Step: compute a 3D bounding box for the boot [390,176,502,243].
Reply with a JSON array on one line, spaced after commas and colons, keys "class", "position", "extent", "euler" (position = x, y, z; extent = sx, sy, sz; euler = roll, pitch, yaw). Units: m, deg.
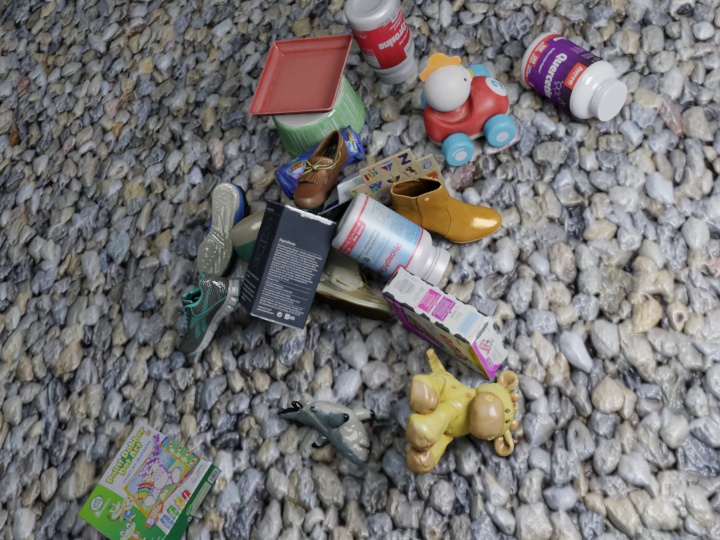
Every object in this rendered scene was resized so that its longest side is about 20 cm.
[{"class": "boot", "position": [0.156, -0.113, 1.618], "extent": [0.197, 0.145, 0.072], "euler": [-3, 61, 8]}]

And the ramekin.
[{"class": "ramekin", "position": [-0.096, -0.342, 1.918], "extent": [0.196, 0.098, 0.203], "euler": [-12, 55, 17]}]

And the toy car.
[{"class": "toy car", "position": [0.189, -0.346, 1.732], "extent": [0.174, 0.201, 0.187], "euler": [-23, 53, 8]}]

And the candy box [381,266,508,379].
[{"class": "candy box", "position": [0.142, 0.089, 1.514], "extent": [0.198, 0.137, 0.061], "euler": [29, 74, 35]}]

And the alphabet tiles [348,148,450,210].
[{"class": "alphabet tiles", "position": [0.075, -0.137, 1.647], "extent": [0.164, 0.201, 0.006], "euler": [-23, 49, 8]}]

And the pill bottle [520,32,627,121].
[{"class": "pill bottle", "position": [0.404, -0.363, 1.704], "extent": [0.112, 0.113, 0.200], "euler": [-42, 52, -7]}]

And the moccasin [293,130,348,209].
[{"class": "moccasin", "position": [-0.076, -0.192, 1.712], "extent": [0.072, 0.079, 0.203], "euler": [11, 47, 25]}]

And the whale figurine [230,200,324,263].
[{"class": "whale figurine", "position": [-0.157, -0.077, 1.785], "extent": [0.198, 0.105, 0.159], "euler": [-27, 11, -20]}]

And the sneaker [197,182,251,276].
[{"class": "sneaker", "position": [-0.278, -0.080, 1.853], "extent": [0.075, 0.111, 0.204], "euler": [11, 97, 9]}]

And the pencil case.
[{"class": "pencil case", "position": [-0.081, -0.215, 1.842], "extent": [0.198, 0.078, 0.087], "euler": [-32, 39, 1]}]

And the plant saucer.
[{"class": "plant saucer", "position": [-0.118, -0.400, 1.879], "extent": [0.196, 0.037, 0.203], "euler": [1, 61, 24]}]

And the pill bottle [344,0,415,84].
[{"class": "pill bottle", "position": [0.048, -0.490, 1.886], "extent": [0.110, 0.201, 0.114], "euler": [-11, 55, 17]}]

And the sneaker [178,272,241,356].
[{"class": "sneaker", "position": [-0.306, 0.077, 1.708], "extent": [0.201, 0.090, 0.078], "euler": [-53, 26, 26]}]

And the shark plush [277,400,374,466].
[{"class": "shark plush", "position": [-0.069, 0.268, 1.539], "extent": [0.196, 0.091, 0.085], "euler": [10, 93, 23]}]

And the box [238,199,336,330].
[{"class": "box", "position": [-0.137, -0.013, 1.639], "extent": [0.148, 0.105, 0.204], "euler": [-154, 81, -71]}]

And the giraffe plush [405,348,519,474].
[{"class": "giraffe plush", "position": [0.168, 0.228, 1.424], "extent": [0.159, 0.176, 0.201], "euler": [6, 28, 15]}]

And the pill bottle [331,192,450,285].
[{"class": "pill bottle", "position": [0.056, -0.044, 1.602], "extent": [0.198, 0.109, 0.110], "euler": [29, 68, -7]}]

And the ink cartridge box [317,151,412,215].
[{"class": "ink cartridge box", "position": [0.009, -0.173, 1.722], "extent": [0.197, 0.200, 0.041], "euler": [-25, 97, 7]}]

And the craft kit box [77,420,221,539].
[{"class": "craft kit box", "position": [-0.376, 0.396, 1.604], "extent": [0.195, 0.049, 0.202], "euler": [18, 68, 35]}]

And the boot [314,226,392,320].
[{"class": "boot", "position": [0.000, 0.000, 1.671], "extent": [0.197, 0.072, 0.157], "euler": [16, 70, 35]}]
